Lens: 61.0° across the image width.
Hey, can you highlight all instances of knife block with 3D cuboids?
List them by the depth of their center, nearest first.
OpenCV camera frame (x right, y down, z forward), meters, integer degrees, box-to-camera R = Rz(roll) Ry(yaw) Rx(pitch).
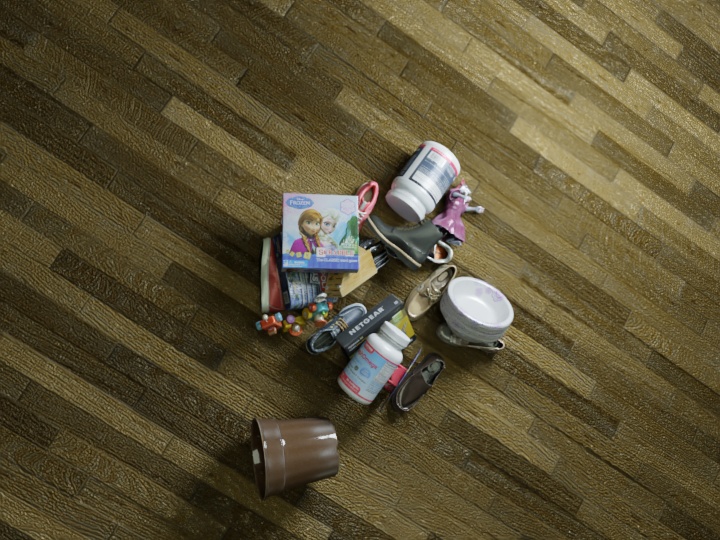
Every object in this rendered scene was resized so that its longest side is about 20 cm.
[{"bbox_3d":[0.000,0.000,1.664,0.175,0.064,0.202,27,68,-40],"label":"knife block"}]

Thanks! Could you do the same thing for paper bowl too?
[{"bbox_3d":[0.317,0.120,1.710,0.198,0.105,0.202,14,37,-11],"label":"paper bowl"}]

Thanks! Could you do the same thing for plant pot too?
[{"bbox_3d":[-0.167,0.467,1.566,0.196,0.200,0.203,-3,85,-20],"label":"plant pot"}]

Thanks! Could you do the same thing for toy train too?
[{"bbox_3d":[-0.164,0.132,1.601,0.198,0.150,0.056,-22,70,3],"label":"toy train"}]

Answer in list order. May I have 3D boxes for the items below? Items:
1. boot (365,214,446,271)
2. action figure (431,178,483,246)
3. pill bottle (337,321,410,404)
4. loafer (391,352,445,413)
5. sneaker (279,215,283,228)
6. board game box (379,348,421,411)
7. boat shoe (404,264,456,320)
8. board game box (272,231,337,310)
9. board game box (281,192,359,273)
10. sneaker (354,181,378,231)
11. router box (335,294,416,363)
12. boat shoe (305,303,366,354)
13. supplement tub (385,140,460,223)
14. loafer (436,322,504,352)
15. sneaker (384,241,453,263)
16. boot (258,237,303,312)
[{"bbox_3d":[0.124,-0.116,1.681,0.200,0.077,0.138,42,103,-4],"label":"boot"},{"bbox_3d":[0.268,-0.173,1.780,0.147,0.134,0.202,2,65,30],"label":"action figure"},{"bbox_3d":[0.037,0.235,1.572,0.108,0.109,0.201,35,94,-6],"label":"pill bottle"},{"bbox_3d":[0.163,0.310,1.703,0.073,0.071,0.200,41,78,-5],"label":"loafer"},{"bbox_3d":[-0.120,-0.123,1.643,0.197,0.113,0.072,-2,79,4],"label":"sneaker"},{"bbox_3d":[0.090,0.283,1.629,0.039,0.201,0.158,33,37,7],"label":"board game box"},{"bbox_3d":[0.198,0.058,1.740,0.071,0.064,0.200,41,78,-5],"label":"boat shoe"},{"bbox_3d":[-0.121,-0.007,1.645,0.198,0.062,0.202,-8,82,-33],"label":"board game box"},{"bbox_3d":[-0.103,-0.096,1.572,0.197,0.041,0.202,1,75,-9],"label":"board game box"},{"bbox_3d":[-0.009,-0.167,1.708,0.073,0.087,0.202,28,80,-7],"label":"sneaker"},{"bbox_3d":[0.045,0.184,1.658,0.199,0.052,0.158,-37,132,-13],"label":"router box"},{"bbox_3d":[-0.058,0.161,1.662,0.200,0.091,0.071,-37,92,-13],"label":"boat shoe"},{"bbox_3d":[0.176,-0.250,1.728,0.140,0.140,0.201,38,78,-6],"label":"supplement tub"},{"bbox_3d":[0.319,0.190,1.752,0.198,0.063,0.073,15,82,-10],"label":"loafer"},{"bbox_3d":[0.169,-0.064,1.741,0.198,0.079,0.079,7,85,-10],"label":"sneaker"},{"bbox_3d":[-0.203,0.010,1.661,0.143,0.072,0.203,-3,92,-13],"label":"boot"}]
